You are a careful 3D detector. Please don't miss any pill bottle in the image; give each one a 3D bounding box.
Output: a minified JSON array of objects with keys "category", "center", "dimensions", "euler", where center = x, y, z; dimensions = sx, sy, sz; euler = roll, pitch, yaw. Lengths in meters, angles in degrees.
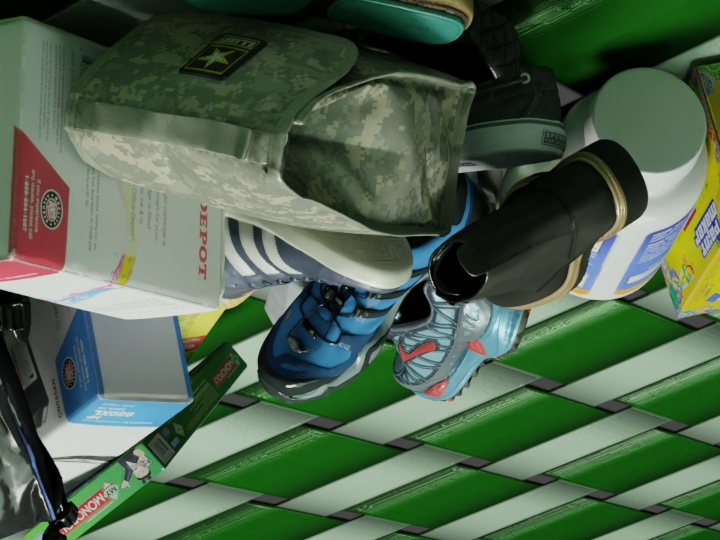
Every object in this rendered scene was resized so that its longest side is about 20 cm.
[{"category":"pill bottle","center":[0.187,-0.065,1.824],"dimensions":[0.111,0.113,0.200],"euler":[-9,158,-11]}]

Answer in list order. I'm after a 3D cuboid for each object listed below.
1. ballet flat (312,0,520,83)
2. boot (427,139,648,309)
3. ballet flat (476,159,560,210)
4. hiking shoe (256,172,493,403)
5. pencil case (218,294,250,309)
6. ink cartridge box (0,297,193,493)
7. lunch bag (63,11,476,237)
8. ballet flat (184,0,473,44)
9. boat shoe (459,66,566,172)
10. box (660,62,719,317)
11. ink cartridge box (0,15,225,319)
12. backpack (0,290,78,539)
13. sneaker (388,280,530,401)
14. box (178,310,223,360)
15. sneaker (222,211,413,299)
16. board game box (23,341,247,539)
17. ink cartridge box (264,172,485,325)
[{"category":"ballet flat","center":[0.041,-0.148,1.594],"dimensions":[0.066,0.057,0.199],"euler":[-28,155,32]},{"category":"boot","center":[0.081,-0.007,1.607],"dimensions":[0.138,0.078,0.200],"euler":[-29,167,-27]},{"category":"ballet flat","center":[0.118,-0.052,1.750],"dimensions":[0.067,0.064,0.200],"euler":[-32,155,-13]},{"category":"hiking shoe","center":[0.000,0.000,1.688],"dimensions":[0.200,0.074,0.087],"euler":[-45,149,-8]},{"category":"pencil case","center":[-0.157,-0.023,1.740],"dimensions":[0.199,0.091,0.083],"euler":[11,120,-44]},{"category":"ink cartridge box","center":[-0.217,0.066,1.857],"dimensions":[0.084,0.146,0.200],"euler":[4,153,-36]},{"category":"lunch bag","center":[-0.055,-0.087,1.500],"dimensions":[0.163,0.119,0.199],"euler":[13,-174,33]},{"category":"ballet flat","center":[-0.025,-0.176,1.478],"dimensions":[0.199,0.064,0.069],"euler":[8,160,-31]},{"category":"boat shoe","center":[0.038,-0.092,1.613],"dimensions":[0.198,0.057,0.069],"euler":[-4,172,26]},{"category":"box","center":[0.329,-0.072,1.884],"dimensions":[0.191,0.123,0.200],"euler":[-11,159,-10]},{"category":"ink cartridge box","center":[-0.173,-0.057,1.552],"dimensions":[0.085,0.149,0.200],"euler":[-6,166,32]},{"category":"backpack","center":[-0.291,0.085,1.743],"dimensions":[0.153,0.191,0.201],"euler":[-14,118,-9]},{"category":"sneaker","center":[0.054,0.027,1.812],"dimensions":[0.095,0.080,0.200],"euler":[24,153,-10]},{"category":"box","center":[-0.155,0.034,1.949],"dimensions":[0.075,0.050,0.200],"euler":[-4,157,-24]},{"category":"sneaker","center":[-0.053,-0.012,1.652],"dimensions":[0.075,0.199,0.085],"euler":[-26,132,-49]},{"category":"board game box","center":[-0.171,0.137,1.961],"dimensions":[0.134,0.029,0.200],"euler":[-40,-175,26]},{"category":"ink cartridge box","center":[0.026,-0.025,1.800],"dimensions":[0.199,0.041,0.201],"euler":[-25,153,-26]}]
